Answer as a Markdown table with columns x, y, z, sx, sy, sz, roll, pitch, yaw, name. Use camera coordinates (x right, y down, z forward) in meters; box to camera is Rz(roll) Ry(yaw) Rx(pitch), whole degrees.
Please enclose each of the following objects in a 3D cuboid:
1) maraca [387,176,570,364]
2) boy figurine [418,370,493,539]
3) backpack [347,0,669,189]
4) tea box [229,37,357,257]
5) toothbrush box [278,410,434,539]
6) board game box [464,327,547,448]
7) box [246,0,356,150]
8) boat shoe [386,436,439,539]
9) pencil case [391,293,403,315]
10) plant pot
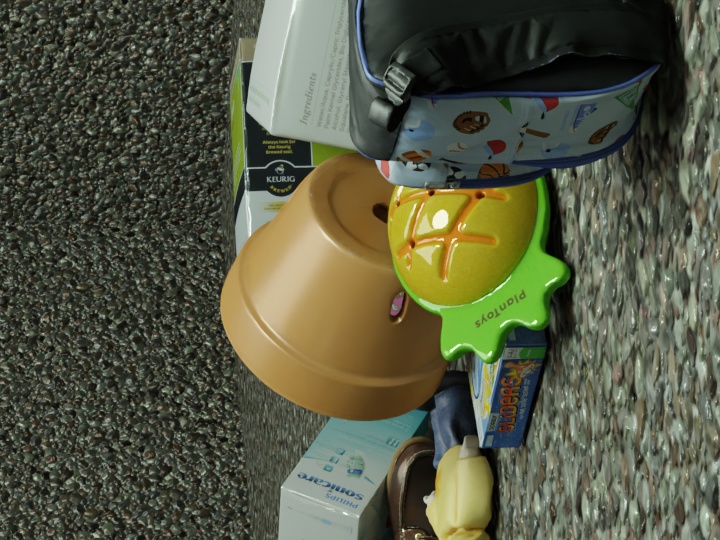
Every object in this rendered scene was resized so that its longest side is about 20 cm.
| x | y | z | sx | sy | sz | roll | pitch | yaw | name |
| --- | --- | --- | --- | --- | --- | --- | --- | --- | --- |
| 0.086 | -0.020 | 1.494 | 0.137 | 0.107 | 0.201 | -38 | 46 | 21 | maraca |
| 0.079 | 0.193 | 1.744 | 0.124 | 0.064 | 0.201 | 123 | 148 | -60 | boy figurine |
| 0.086 | -0.139 | 1.220 | 0.154 | 0.189 | 0.201 | 92 | 177 | -60 | backpack |
| -0.017 | -0.105 | 1.873 | 0.134 | 0.198 | 0.198 | 119 | 150 | -74 | tea box |
| -0.002 | 0.213 | 1.921 | 0.200 | 0.085 | 0.147 | -50 | -28 | -49 | toothbrush box |
| 0.107 | 0.022 | 1.616 | 0.136 | 0.034 | 0.201 | 98 | 168 | -49 | board game box |
| 0.011 | -0.202 | 1.667 | 0.199 | 0.170 | 0.202 | -131 | 53 | -77 | box |
| 0.066 | 0.254 | 1.840 | 0.070 | 0.070 | 0.202 | -128 | 30 | -69 | boat shoe |
| 0.020 | 0.049 | 1.928 | 0.087 | 0.083 | 0.200 | -61 | 16 | -13 | pencil case |
| 0.000 | 0.000 | 1.630 | 0.201 | 0.199 | 0.141 | -100 | 26 | -44 | plant pot |
